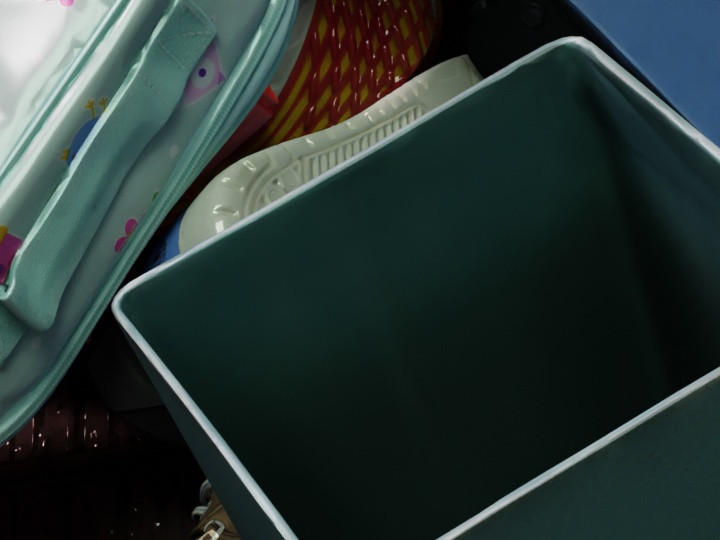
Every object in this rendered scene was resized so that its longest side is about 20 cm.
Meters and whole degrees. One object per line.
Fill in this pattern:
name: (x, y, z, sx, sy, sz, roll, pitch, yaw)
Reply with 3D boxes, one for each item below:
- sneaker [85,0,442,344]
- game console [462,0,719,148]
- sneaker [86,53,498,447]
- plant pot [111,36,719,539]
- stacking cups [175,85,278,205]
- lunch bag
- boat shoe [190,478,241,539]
sneaker: (-0.054, -0.032, 0.966, 0.199, 0.077, 0.073, -31, 86, 4)
game console: (0.129, -0.042, 0.815, 0.200, 0.172, 0.119, -40, 10, 38)
sneaker: (-0.001, -0.001, 0.911, 0.199, 0.111, 0.077, -23, 76, -46)
plant pot: (0.056, 0.079, 0.741, 0.141, 0.201, 0.141, -30, 37, -10)
stacking cups: (-0.114, -0.004, 0.908, 0.200, 0.060, 0.061, -43, 51, 8)
lunch bag: (-0.118, -0.043, 0.852, 0.160, 0.077, 0.201, 23, 75, 39)
boat shoe: (-0.013, 0.085, 0.855, 0.199, 0.073, 0.072, -22, 45, -17)
